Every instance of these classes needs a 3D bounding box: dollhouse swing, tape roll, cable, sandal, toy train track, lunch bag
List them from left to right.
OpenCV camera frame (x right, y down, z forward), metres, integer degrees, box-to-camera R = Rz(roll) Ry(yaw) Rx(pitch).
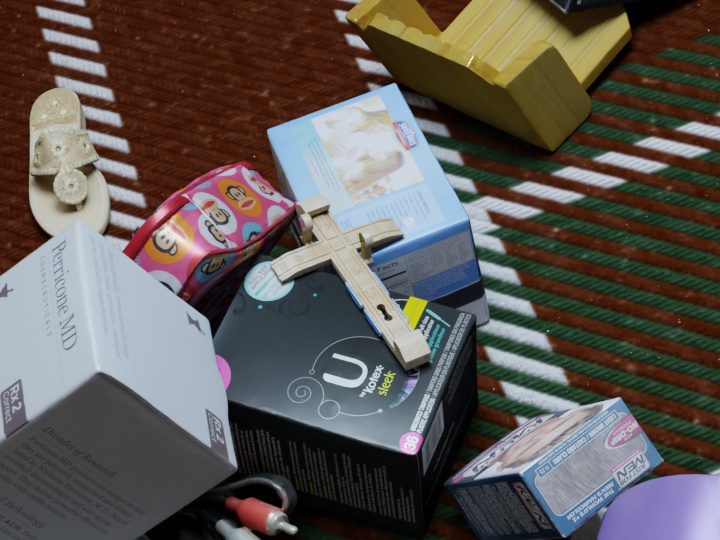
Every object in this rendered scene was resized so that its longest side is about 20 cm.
[{"bbox_3d":[-0.299,-0.120,1.984,0.077,0.070,0.213,-17,46,0],"label":"sandal"},{"bbox_3d":[-0.150,0.005,1.710,0.082,0.177,0.200,41,26,7],"label":"lunch bag"},{"bbox_3d":[-0.128,0.193,1.656,0.199,0.098,0.050,23,14,27],"label":"cable"},{"bbox_3d":[0.000,0.000,1.636,0.114,0.033,0.201,-21,50,-18],"label":"toy train track"},{"bbox_3d":[0.135,-0.240,1.928,0.199,0.182,0.177,28,81,35],"label":"dollhouse swing"},{"bbox_3d":[0.256,0.237,1.426,0.198,0.201,0.085,6,49,20],"label":"tape roll"}]

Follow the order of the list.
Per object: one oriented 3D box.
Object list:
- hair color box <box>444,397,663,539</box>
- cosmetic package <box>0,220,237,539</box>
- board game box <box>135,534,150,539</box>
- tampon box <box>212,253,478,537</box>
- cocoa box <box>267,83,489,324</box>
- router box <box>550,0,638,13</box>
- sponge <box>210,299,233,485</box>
[{"bbox_3d":[0.143,0.154,1.543,0.100,0.200,0.061,-35,92,-17],"label":"hair color box"},{"bbox_3d":[-0.226,0.107,1.541,0.199,0.165,0.166,-35,42,18],"label":"cosmetic package"},{"bbox_3d":[-0.255,0.263,1.580,0.199,0.026,0.200,-37,50,-21],"label":"board game box"},{"bbox_3d":[-0.019,0.101,1.657,0.198,0.127,0.151,14,54,15],"label":"tampon box"},{"bbox_3d":[0.014,-0.042,1.793,0.132,0.132,0.201,-20,46,-6],"label":"cocoa box"},{"bbox_3d":[0.240,-0.326,1.991,0.198,0.063,0.150,-13,40,-31],"label":"router box"},{"bbox_3d":[-0.122,0.104,1.770,0.111,0.030,0.201,18,54,27],"label":"sponge"}]
